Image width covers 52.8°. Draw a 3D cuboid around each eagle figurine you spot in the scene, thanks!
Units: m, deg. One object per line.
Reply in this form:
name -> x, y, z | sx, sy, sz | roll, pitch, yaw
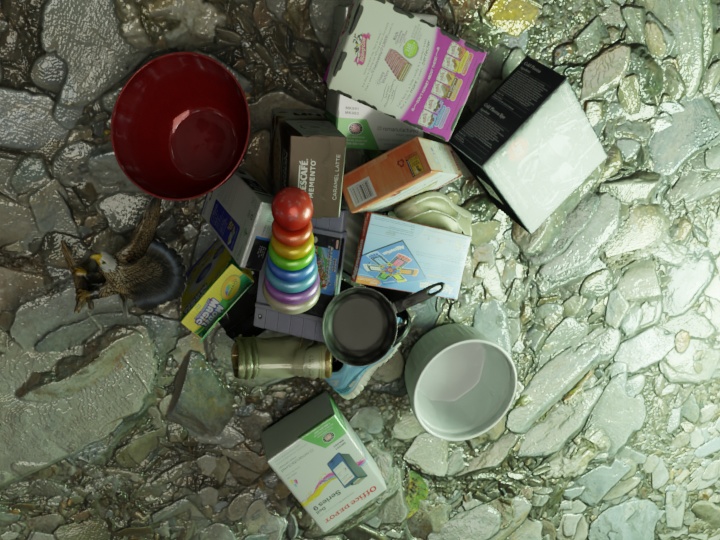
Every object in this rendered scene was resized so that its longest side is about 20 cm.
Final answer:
eagle figurine -> -0.338, -0.013, 1.067 | 0.197, 0.151, 0.154 | -27, 105, 4

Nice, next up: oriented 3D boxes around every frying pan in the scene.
frying pan -> 0.023, 0.054, 1.067 | 0.115, 0.031, 0.191 | 42, 87, -8

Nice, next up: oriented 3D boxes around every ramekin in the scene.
ramekin -> 0.171, 0.193, 1.311 | 0.196, 0.105, 0.204 | -5, 111, -14

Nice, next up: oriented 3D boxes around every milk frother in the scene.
milk frother -> 0.000, 0.000, 1.140 | 0.187, 0.201, 0.182 | 32, 104, -23

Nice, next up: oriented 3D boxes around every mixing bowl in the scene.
mixing bowl -> -0.239, -0.191, 1.030 | 0.195, 0.108, 0.205 | -1, 86, 6

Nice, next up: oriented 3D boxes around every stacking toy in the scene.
stacking toy -> -0.090, -0.032, 0.972 | 0.083, 0.087, 0.202 | -6, 142, -13

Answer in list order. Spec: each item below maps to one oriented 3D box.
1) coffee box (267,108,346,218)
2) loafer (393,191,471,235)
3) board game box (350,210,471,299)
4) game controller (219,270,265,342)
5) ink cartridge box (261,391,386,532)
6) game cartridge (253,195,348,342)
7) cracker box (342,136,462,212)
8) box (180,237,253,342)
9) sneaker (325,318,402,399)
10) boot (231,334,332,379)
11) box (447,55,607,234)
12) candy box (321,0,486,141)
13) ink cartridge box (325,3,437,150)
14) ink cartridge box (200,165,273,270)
coffee box -> -0.083, -0.160, 1.053 | 0.078, 0.200, 0.117 | 0, 111, -15
loafer -> 0.128, -0.073, 1.167 | 0.075, 0.070, 0.198 | -27, 158, 34
board game box -> 0.080, -0.020, 1.098 | 0.197, 0.019, 0.105 | 10, 94, -34
game controller -> -0.158, 0.035, 1.159 | 0.199, 0.042, 0.105 | -35, 88, 24
ink cartridge box -> -0.065, 0.346, 1.307 | 0.144, 0.088, 0.202 | -32, 117, -2
game cartridge -> -0.090, -0.002, 1.088 | 0.127, 0.038, 0.204 | 12, 103, 17
cracker box -> 0.065, -0.139, 1.085 | 0.132, 0.199, 0.059 | -25, 87, 22
box -> -0.217, 0.020, 1.086 | 0.048, 0.200, 0.118 | 40, 97, -25
sneaker -> 0.004, 0.128, 1.257 | 0.089, 0.079, 0.201 | 34, 99, -20
boot -> -0.130, 0.128, 1.158 | 0.151, 0.200, 0.074 | -1, 97, -11
box -> 0.270, -0.196, 1.159 | 0.182, 0.104, 0.200 | -46, 134, 4
candy box -> 0.061, -0.287, 1.026 | 0.197, 0.061, 0.138 | 19, 105, -21
ink cartridge box -> 0.027, -0.290, 1.097 | 0.142, 0.088, 0.204 | 1, 108, -15
ink cartridge box -> -0.179, -0.087, 1.064 | 0.039, 0.200, 0.101 | 10, 111, -34
